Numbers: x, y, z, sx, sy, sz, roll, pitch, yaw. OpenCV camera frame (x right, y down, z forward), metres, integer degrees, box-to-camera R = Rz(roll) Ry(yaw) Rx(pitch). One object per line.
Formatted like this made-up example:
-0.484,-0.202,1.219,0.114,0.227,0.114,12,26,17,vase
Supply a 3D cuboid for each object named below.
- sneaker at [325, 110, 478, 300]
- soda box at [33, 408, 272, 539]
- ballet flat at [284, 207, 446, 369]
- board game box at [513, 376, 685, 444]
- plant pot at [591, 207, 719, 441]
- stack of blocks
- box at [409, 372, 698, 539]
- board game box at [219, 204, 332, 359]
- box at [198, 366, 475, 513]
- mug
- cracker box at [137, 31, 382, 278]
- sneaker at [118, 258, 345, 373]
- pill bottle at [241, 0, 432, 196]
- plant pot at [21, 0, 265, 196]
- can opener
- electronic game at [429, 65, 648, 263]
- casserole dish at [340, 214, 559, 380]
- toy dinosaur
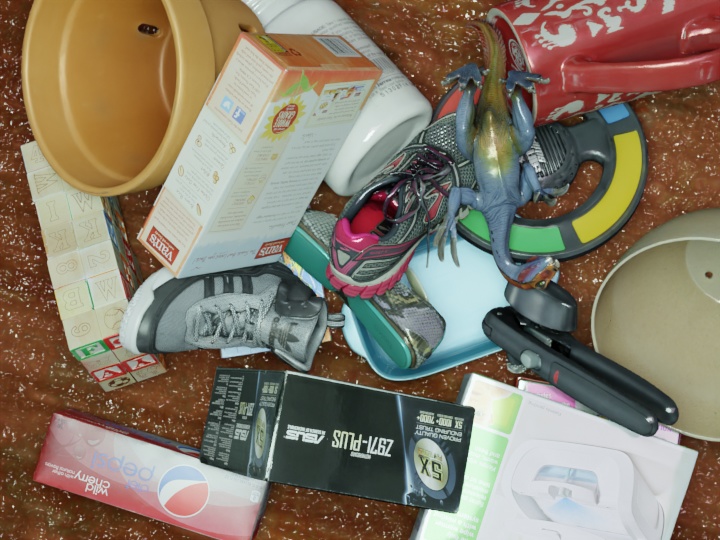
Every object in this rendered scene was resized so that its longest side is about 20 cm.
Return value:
0.046,-0.064,1.262,0.080,0.075,0.200,28,60,17,sneaker
-0.180,0.182,1.331,0.199,0.070,0.064,17,89,3,soda box
0.000,0.000,1.308,0.072,0.072,0.200,-45,72,-1,ballet flat
0.195,0.205,1.333,0.152,0.040,0.201,10,86,2,board game box
0.310,0.026,1.283,0.199,0.135,0.201,13,126,19,plant pot
-0.233,-0.009,1.322,0.058,0.115,0.201,-18,68,0,stack of blocks
0.155,0.201,1.267,0.199,0.097,0.177,20,85,3,box
-0.091,-0.027,1.368,0.102,0.019,0.201,-9,86,3,board game box
-0.024,0.135,1.230,0.163,0.200,0.087,13,83,-21,box
0.222,-0.204,1.277,0.199,0.177,0.134,-18,93,-9,mug
-0.081,-0.093,1.217,0.058,0.134,0.201,41,116,23,cracker box
-0.098,0.041,1.251,0.113,0.200,0.076,27,116,31,sneaker
-0.040,-0.173,1.325,0.114,0.114,0.200,-41,76,-1,pill bottle
-0.168,-0.165,1.263,0.199,0.140,0.202,5,98,40,plant pot
0.177,0.078,1.254,0.063,0.079,0.200,-23,44,-27,can opener
0.154,-0.100,1.332,0.198,0.042,0.201,0,69,1,electronic game
0.079,0.023,1.350,0.199,0.039,0.122,-20,86,1,casserole dish
0.128,-0.082,1.254,0.104,0.201,0.182,1,129,16,toy dinosaur
